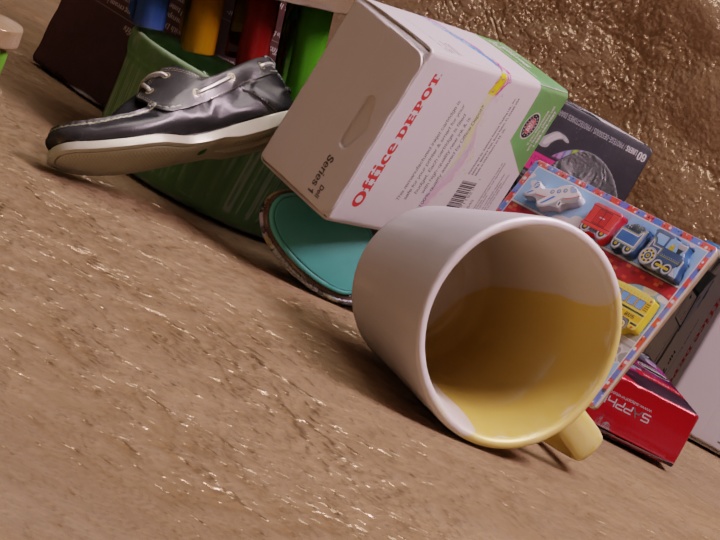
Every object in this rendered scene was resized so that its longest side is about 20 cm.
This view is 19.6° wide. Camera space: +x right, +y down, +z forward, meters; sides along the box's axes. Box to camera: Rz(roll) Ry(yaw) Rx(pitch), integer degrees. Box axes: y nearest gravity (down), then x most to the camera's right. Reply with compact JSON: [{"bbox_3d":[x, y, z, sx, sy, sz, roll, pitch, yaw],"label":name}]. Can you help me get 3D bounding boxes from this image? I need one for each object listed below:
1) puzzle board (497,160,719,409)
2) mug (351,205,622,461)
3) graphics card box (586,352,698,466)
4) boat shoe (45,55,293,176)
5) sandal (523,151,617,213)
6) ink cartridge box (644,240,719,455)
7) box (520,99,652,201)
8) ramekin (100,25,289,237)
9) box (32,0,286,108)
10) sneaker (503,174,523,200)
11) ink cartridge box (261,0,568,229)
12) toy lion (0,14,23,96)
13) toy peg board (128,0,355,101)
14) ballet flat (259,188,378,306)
[{"bbox_3d":[0.154,0.005,1.579,0.200,0.151,0.017,31,-12,46],"label":"puzzle board"},{"bbox_3d":[0.070,0.041,1.375,0.149,0.187,0.153,-13,18,-24],"label":"mug"},{"bbox_3d":[0.187,0.084,1.660,0.125,0.051,0.200,26,8,-7],"label":"graphics card box"},{"bbox_3d":[-0.139,-0.110,1.491,0.200,0.068,0.072,-14,-9,-31],"label":"boat shoe"},{"bbox_3d":[0.145,-0.019,1.657,0.075,0.201,0.048,33,-24,10],"label":"sandal"},{"bbox_3d":[0.319,0.067,1.849,0.086,0.147,0.200,29,8,-3],"label":"ink cartridge box"},{"bbox_3d":[0.144,-0.058,1.841,0.122,0.200,0.106,23,10,-31],"label":"box"},{"bbox_3d":[-0.112,-0.106,1.657,0.200,0.098,0.200,28,8,-4],"label":"ramekin"},{"bbox_3d":[-0.154,-0.228,1.891,0.166,0.200,0.164,35,11,33],"label":"box"},{"bbox_3d":[0.150,-0.009,1.734,0.200,0.076,0.088,38,-12,18],"label":"sneaker"},{"bbox_3d":[0.042,-0.107,1.537,0.084,0.145,0.200,42,18,30],"label":"ink cartridge box"},{"bbox_3d":[-0.353,-0.179,1.479,0.200,0.069,0.192,34,18,33],"label":"toy lion"},{"bbox_3d":[-0.109,-0.204,1.682,0.199,0.098,0.200,11,11,-9],"label":"toy peg board"},{"bbox_3d":[0.000,0.000,1.556,0.200,0.072,0.072,25,9,-24],"label":"ballet flat"}]
